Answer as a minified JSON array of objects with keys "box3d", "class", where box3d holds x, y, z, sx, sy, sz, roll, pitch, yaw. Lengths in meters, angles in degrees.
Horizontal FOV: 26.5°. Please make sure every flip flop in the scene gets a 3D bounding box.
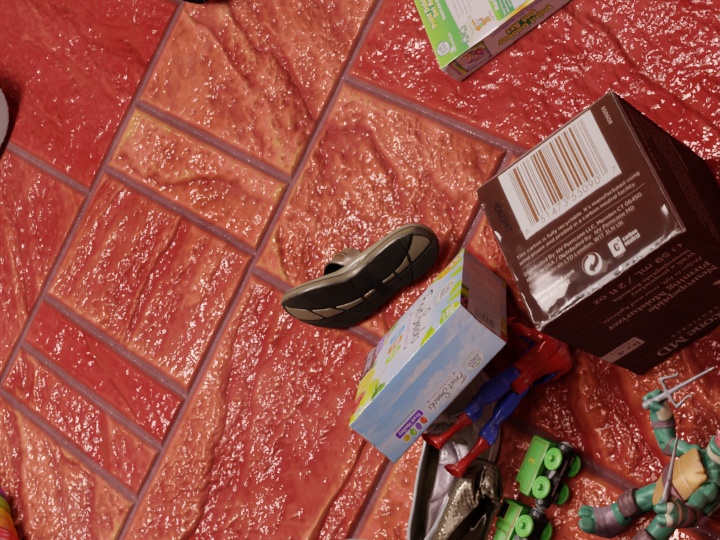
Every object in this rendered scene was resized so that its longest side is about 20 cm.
[{"box3d":[0.000,0.000,1.699,0.200,0.081,0.058,-34,39,24],"class":"flip flop"}]

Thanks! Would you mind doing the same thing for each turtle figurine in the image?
[{"box3d":[0.282,0.193,1.380,0.200,0.100,0.150,-54,14,27],"class":"turtle figurine"}]

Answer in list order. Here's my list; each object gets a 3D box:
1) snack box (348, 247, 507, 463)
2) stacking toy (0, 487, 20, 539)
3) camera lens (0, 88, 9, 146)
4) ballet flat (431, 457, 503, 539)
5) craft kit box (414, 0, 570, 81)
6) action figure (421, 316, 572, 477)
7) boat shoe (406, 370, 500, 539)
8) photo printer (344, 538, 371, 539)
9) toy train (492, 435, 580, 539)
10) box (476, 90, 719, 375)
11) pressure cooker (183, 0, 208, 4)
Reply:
[{"box3d":[0.071,0.081,1.540,0.169,0.068,0.200,-48,8,16],"class":"snack box"},{"box3d":[-0.492,0.318,1.978,0.110,0.116,0.201,-39,40,21],"class":"stacking toy"},{"box3d":[-0.627,-0.236,2.226,0.199,0.160,0.161,18,86,41],"class":"camera lens"},{"box3d":[0.095,0.282,1.507,0.046,0.067,0.201,27,97,57],"class":"ballet flat"},{"box3d":[0.146,-0.347,1.721,0.197,0.048,0.201,-32,57,23],"class":"craft kit box"},{"box3d":[0.137,0.113,1.535,0.200,0.065,0.099,-41,20,-16],"class":"action figure"},{"box3d":[0.090,0.195,1.559,0.074,0.065,0.203,6,79,40],"class":"boat shoe"},{"box3d":[0.005,0.350,1.512,0.200,0.069,0.167,144,125,-74],"class":"photo printer"},{"box3d":[0.156,0.257,1.503,0.056,0.042,0.201,24,91,51],"class":"toy train"},{"box3d":[0.246,-0.030,1.424,0.166,0.200,0.165,-37,55,23],"class":"box"},{"box3d":[-0.230,-0.466,1.971,0.201,0.175,0.179,-67,15,-4],"class":"pressure cooker"}]
